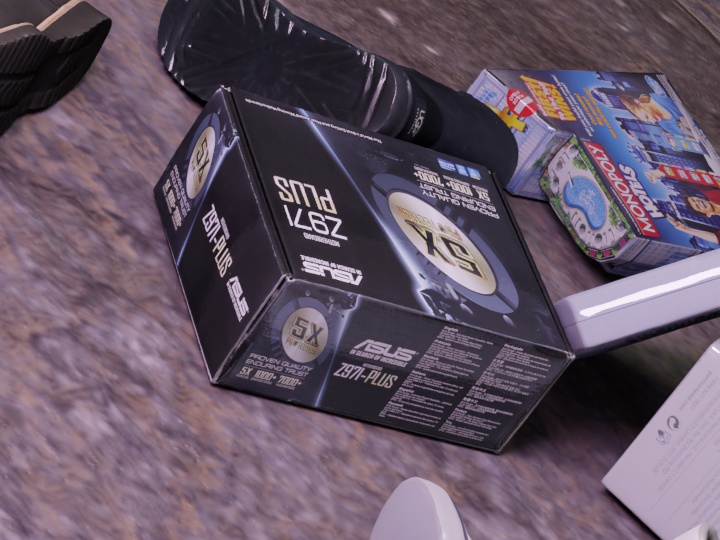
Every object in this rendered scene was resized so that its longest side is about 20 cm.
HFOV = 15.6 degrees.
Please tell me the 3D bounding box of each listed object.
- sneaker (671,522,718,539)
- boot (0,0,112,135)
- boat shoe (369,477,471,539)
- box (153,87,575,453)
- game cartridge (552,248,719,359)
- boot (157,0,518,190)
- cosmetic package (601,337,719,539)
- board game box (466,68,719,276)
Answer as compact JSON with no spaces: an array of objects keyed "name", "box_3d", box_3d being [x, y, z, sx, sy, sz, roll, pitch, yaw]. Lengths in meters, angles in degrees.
[{"name":"sneaker","box_3d":[0.234,0.219,1.427,0.200,0.089,0.074,40,28,4]},{"name":"boot","box_3d":[-0.239,-0.141,1.479,0.138,0.078,0.200,35,16,6]},{"name":"boat shoe","box_3d":[0.054,0.191,1.297,0.066,0.072,0.200,21,33,-32]},{"name":"box","box_3d":[0.000,0.000,1.497,0.199,0.086,0.164,16,36,-31]},{"name":"game cartridge","box_3d":[0.177,0.020,1.562,0.200,0.133,0.041,25,44,-83]},{"name":"boot","box_3d":[-0.012,-0.108,1.656,0.200,0.077,0.168,24,0,32]},{"name":"cosmetic package","box_3d":[0.284,0.125,1.572,0.200,0.123,0.199,42,30,13]},{"name":"board game box","box_3d":[0.163,-0.065,1.783,0.199,0.062,0.200,9,39,-37]}]
